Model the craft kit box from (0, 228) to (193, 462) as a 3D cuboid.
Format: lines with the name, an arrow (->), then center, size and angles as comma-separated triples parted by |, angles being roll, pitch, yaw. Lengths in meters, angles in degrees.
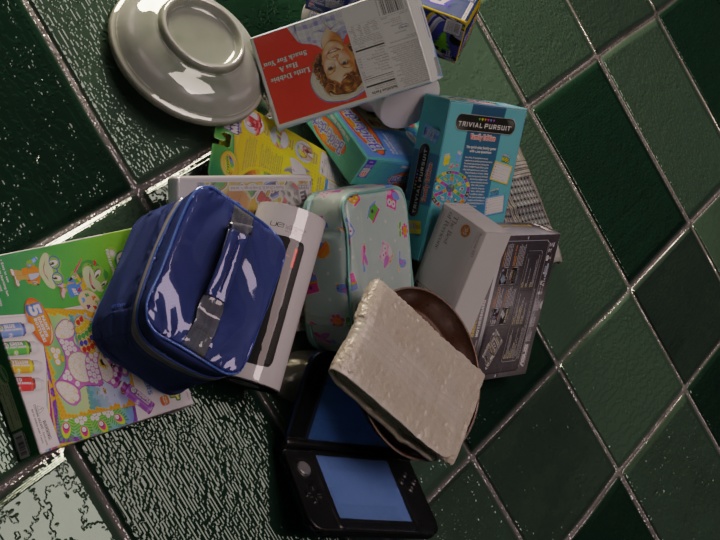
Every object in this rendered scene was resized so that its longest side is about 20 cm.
craft kit box -> -0.283, 0.070, 1.392 | 0.197, 0.048, 0.201 | -15, 83, -49

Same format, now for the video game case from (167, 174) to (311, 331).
video game case -> -0.131, -0.016, 1.551 | 0.199, 0.023, 0.183 | -5, 96, -46

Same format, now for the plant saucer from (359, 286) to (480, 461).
plant saucer -> 0.059, 0.120, 1.588 | 0.200, 0.034, 0.201 | 12, 72, -42

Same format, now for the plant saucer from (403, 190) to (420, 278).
plant saucer -> 0.084, -0.031, 1.793 | 0.200, 0.048, 0.201 | 30, 54, -32

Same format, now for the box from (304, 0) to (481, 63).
box -> 0.039, -0.324, 1.664 | 0.199, 0.064, 0.070 | 22, 46, 6

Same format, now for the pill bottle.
pill bottle -> 0.015, -0.273, 1.732 | 0.112, 0.112, 0.200 | 5, 40, -43

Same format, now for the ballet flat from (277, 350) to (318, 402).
ballet flat -> -0.016, 0.124, 1.614 | 0.199, 0.064, 0.068 | 11, 63, -41

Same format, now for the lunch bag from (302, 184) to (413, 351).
lunch bag -> 0.000, 0.000, 1.630 | 0.160, 0.077, 0.201 | -16, 106, -57

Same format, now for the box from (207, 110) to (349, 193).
box -> -0.103, -0.112, 1.648 | 0.200, 0.048, 0.118 | 30, 54, -35

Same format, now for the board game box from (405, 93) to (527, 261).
board game box -> 0.126, -0.114, 1.731 | 0.151, 0.047, 0.201 | 0, 105, -45

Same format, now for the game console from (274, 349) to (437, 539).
game console -> 0.017, 0.200, 1.563 | 0.199, 0.118, 0.171 | 11, 42, -40

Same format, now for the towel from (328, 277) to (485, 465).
towel -> 0.054, 0.116, 1.540 | 0.200, 0.034, 0.133 | 43, 53, -26

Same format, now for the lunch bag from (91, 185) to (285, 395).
lunch bag -> -0.163, 0.014, 1.395 | 0.136, 0.132, 0.201 | 34, 58, -29

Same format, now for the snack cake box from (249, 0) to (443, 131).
snack cake box -> -0.016, -0.249, 1.616 | 0.067, 0.199, 0.116 | -43, 117, -70

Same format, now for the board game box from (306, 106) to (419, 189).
board game box -> 0.030, -0.169, 1.758 | 0.199, 0.045, 0.152 | 3, 44, -45

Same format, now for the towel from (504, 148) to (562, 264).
towel -> 0.212, -0.093, 1.929 | 0.200, 0.034, 0.194 | -7, 77, -59

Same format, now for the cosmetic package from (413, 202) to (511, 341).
cosmetic package -> 0.106, 0.025, 1.679 | 0.050, 0.082, 0.201 | 0, 117, -46

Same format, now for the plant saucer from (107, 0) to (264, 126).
plant saucer -> -0.191, -0.261, 1.591 | 0.199, 0.050, 0.201 | 19, 49, -24

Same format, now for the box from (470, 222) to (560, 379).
box -> 0.170, 0.041, 1.768 | 0.158, 0.048, 0.201 | -4, 111, -44

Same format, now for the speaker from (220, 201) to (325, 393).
speaker -> -0.101, 0.028, 1.513 | 0.081, 0.081, 0.201 | 24, 75, -35
